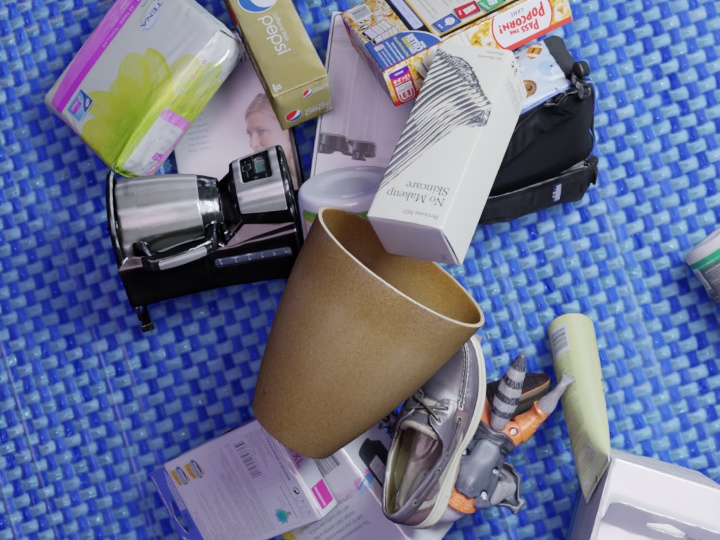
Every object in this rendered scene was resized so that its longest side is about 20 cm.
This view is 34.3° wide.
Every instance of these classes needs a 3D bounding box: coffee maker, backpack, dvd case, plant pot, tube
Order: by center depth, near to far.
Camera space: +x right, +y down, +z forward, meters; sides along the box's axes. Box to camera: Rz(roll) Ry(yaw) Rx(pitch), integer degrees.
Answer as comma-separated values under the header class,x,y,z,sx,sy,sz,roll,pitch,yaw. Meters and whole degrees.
class,x,y,z,sx,sy,sz,roll,pitch,yaw
plant pot,-0.013,0.073,1.112,0.186,0.186,0.201,36,106,6
tube,0.232,0.136,1.213,0.052,0.058,0.201,-24,41,23
backpack,0.142,-0.148,1.224,0.190,0.200,0.154,-33,58,-5
coffee maker,-0.162,-0.038,1.273,0.198,0.192,0.136,-9,64,-4
dvd case,-0.149,-0.174,1.335,0.142,0.018,0.202,-11,86,5

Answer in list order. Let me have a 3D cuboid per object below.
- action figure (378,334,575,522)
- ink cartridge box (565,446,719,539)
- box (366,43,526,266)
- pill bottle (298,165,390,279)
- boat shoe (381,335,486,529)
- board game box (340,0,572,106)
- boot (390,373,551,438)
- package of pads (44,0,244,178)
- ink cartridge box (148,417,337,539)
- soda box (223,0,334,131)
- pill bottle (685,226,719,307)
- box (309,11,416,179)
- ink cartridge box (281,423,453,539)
class,x,y,z,sx,sy,sz,roll,pitch,yaw
action figure,0.102,0.163,1.187,0.199,0.105,0.195,25,87,-2
ink cartridge box,0.290,0.259,1.184,0.128,0.200,0.126,16,89,6
box,0.083,-0.110,1.081,0.082,0.068,0.201,10,64,26
pill bottle,0.000,0.000,1.242,0.110,0.111,0.201,-5,114,5
boat shoe,0.068,0.153,1.137,0.072,0.065,0.201,16,88,31
board game box,0.094,-0.262,1.198,0.199,0.152,0.046,-26,129,-1
boot,0.130,0.190,1.279,0.199,0.075,0.097,-26,103,4
package of pads,-0.239,-0.215,1.292,0.154,0.068,0.200,42,98,27
ink cartridge box,-0.129,0.230,1.234,0.199,0.042,0.120,-29,91,34
soda box,-0.096,-0.256,1.272,0.064,0.068,0.201,-23,64,-5
pill bottle,0.444,0.033,1.224,0.113,0.113,0.201,-36,85,3
box,0.014,-0.178,1.299,0.116,0.060,0.202,8,88,6
ink cartridge box,-0.021,0.239,1.245,0.146,0.083,0.200,-40,84,34
